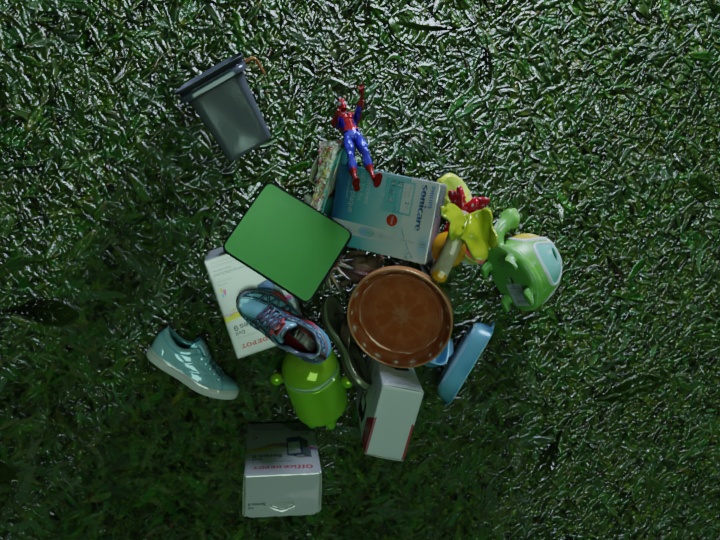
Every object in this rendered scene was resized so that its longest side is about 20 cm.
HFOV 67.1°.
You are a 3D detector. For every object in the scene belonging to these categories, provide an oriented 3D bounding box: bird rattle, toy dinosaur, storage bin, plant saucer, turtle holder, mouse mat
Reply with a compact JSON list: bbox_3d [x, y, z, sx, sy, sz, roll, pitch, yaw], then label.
[{"bbox_3d":[0.162,-0.064,0.968,0.111,0.200,0.166,23,106,-7],"label":"bird rattle"},{"bbox_3d":[0.000,0.000,1.038,0.195,0.135,0.088,4,91,11],"label":"toy dinosaur"},{"bbox_3d":[-0.215,-0.282,0.929,0.144,0.200,0.136,-30,117,-2],"label":"storage bin"},{"bbox_3d":[0.073,0.085,1.003,0.195,0.032,0.205,5,115,11],"label":"plant saucer"},{"bbox_3d":[0.328,-0.018,1.114,0.130,0.142,0.187,-31,68,-19],"label":"turtle holder"},{"bbox_3d":[-0.133,-0.054,0.990,0.198,0.008,0.163,31,74,9],"label":"mouse mat"}]

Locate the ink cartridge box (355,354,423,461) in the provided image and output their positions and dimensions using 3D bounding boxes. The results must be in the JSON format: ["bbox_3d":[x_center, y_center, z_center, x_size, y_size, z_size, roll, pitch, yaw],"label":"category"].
[{"bbox_3d":[0.050,0.250,1.077,0.081,0.200,0.149,12,104,-9],"label":"ink cartridge box"}]

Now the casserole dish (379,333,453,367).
[{"bbox_3d":[0.101,0.128,1.114,0.197,0.123,0.039,28,134,-15],"label":"casserole dish"}]

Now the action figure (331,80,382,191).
[{"bbox_3d":[-0.011,-0.252,0.967,0.064,0.203,0.100,-11,147,-11],"label":"action figure"}]

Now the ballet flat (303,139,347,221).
[{"bbox_3d":[-0.074,-0.154,1.047,0.063,0.075,0.205,18,96,18],"label":"ballet flat"}]

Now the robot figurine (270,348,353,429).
[{"bbox_3d":[-0.090,0.224,1.078,0.171,0.117,0.203,-1,127,17],"label":"robot figurine"}]

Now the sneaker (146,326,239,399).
[{"bbox_3d":[-0.316,0.181,1.068,0.198,0.074,0.083,32,99,-15],"label":"sneaker"}]

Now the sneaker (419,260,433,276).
[{"bbox_3d":[0.131,-0.068,1.082,0.074,0.085,0.202,-31,106,-2],"label":"sneaker"}]

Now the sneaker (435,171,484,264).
[{"bbox_3d":[0.210,-0.101,1.085,0.077,0.090,0.203,-26,104,-1],"label":"sneaker"}]

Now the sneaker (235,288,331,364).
[{"bbox_3d":[-0.137,0.093,0.964,0.197,0.096,0.080,31,86,3],"label":"sneaker"}]

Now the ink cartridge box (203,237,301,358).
[{"bbox_3d":[-0.200,0.046,1.051,0.142,0.088,0.204,-16,106,-6],"label":"ink cartridge box"}]

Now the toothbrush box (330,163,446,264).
[{"bbox_3d":[0.050,-0.107,1.020,0.196,0.085,0.150,14,101,15],"label":"toothbrush box"}]

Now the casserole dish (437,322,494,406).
[{"bbox_3d":[0.213,0.187,1.134,0.038,0.121,0.203,30,96,8],"label":"casserole dish"}]

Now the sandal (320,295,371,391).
[{"bbox_3d":[-0.017,0.135,1.067,0.057,0.079,0.204,-38,62,22],"label":"sandal"}]

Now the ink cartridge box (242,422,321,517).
[{"bbox_3d":[-0.155,0.383,1.067,0.142,0.200,0.090,1,103,-9],"label":"ink cartridge box"}]
